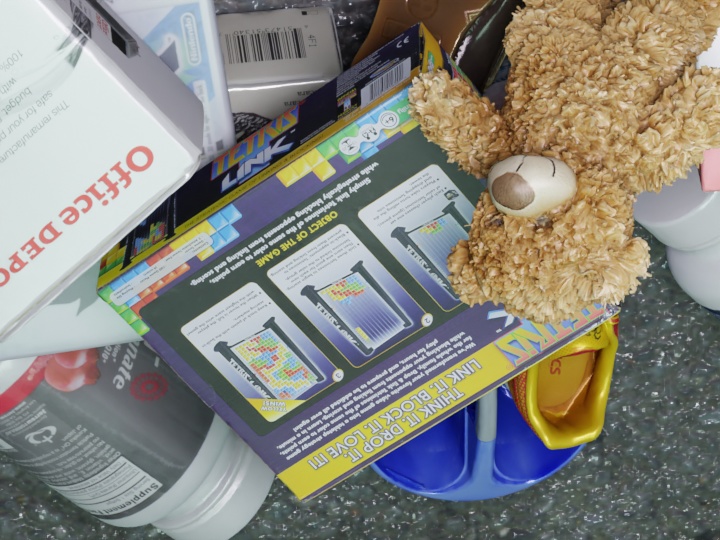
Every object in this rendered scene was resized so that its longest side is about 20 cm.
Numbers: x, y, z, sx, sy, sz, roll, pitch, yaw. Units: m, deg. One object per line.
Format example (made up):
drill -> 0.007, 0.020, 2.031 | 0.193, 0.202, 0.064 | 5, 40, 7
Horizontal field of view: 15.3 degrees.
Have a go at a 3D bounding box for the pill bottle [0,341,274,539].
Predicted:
pill bottle -> -0.141, 0.072, 1.469 | 0.111, 0.111, 0.200 | -36, 127, 21

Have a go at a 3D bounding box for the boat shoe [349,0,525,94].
boat shoe -> 0.044, -0.130, 1.333 | 0.201, 0.070, 0.070 | -62, 161, 8

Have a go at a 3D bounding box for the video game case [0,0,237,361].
video game case -> -0.151, -0.054, 1.322 | 0.181, 0.022, 0.201 | -9, 114, 0

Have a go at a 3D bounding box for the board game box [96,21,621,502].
board game box -> 0.000, 0.000, 1.299 | 0.199, 0.057, 0.165 | -32, 119, 20

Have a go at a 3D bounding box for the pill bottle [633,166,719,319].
pill bottle -> 0.237, -0.011, 1.459 | 0.111, 0.111, 0.200 | -39, 126, 23

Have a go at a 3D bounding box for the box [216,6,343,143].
box -> -0.048, -0.038, 1.416 | 0.082, 0.069, 0.201 | -6, 131, -4

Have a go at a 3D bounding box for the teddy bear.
teddy bear -> 0.097, -0.075, 1.176 | 0.145, 0.200, 0.067 | 30, 157, 20

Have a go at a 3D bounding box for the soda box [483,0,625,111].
soda box -> 0.140, -0.102, 1.392 | 0.199, 0.069, 0.064 | -20, 130, 7

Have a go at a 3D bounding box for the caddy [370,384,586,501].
caddy -> 0.062, 0.042, 1.479 | 0.140, 0.105, 0.201 | -7, 131, -5

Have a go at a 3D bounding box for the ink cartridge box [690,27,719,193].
ink cartridge box -> 0.189, -0.146, 1.275 | 0.067, 0.117, 0.201 | -3, 102, 6

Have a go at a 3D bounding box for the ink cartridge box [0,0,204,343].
ink cartridge box -> -0.190, -0.088, 1.250 | 0.147, 0.083, 0.200 | -40, 109, 13

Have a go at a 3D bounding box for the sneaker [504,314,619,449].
sneaker -> 0.110, -0.002, 1.364 | 0.073, 0.077, 0.201 | -12, 120, -12
